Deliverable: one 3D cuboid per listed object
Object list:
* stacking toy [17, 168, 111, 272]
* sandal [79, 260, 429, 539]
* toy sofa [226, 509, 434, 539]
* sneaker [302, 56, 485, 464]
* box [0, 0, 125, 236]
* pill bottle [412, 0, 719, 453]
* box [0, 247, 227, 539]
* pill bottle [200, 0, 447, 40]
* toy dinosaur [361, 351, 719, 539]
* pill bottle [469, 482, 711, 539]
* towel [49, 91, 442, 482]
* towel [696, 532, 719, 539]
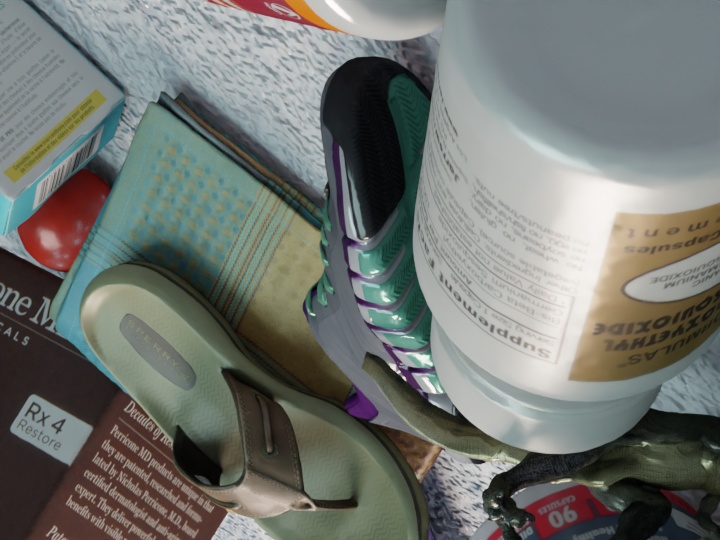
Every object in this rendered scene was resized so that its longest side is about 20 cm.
[{"bbox_3d":[-0.208,-0.072,1.083,0.200,0.086,0.085,40,154,-2],"label":"stacking toy"},{"bbox_3d":[-0.058,0.078,0.951,0.201,0.057,0.080,37,120,11],"label":"sandal"},{"bbox_3d":[0.010,0.147,1.093,0.082,0.098,0.201,0,133,25],"label":"toy sofa"},{"bbox_3d":[0.000,0.000,0.858,0.087,0.075,0.201,8,134,32],"label":"sneaker"},{"bbox_3d":[-0.214,-0.116,1.013,0.200,0.082,0.049,43,155,5],"label":"box"},{"bbox_3d":[0.075,-0.023,0.692,0.114,0.114,0.200,36,153,17],"label":"pill bottle"},{"bbox_3d":[-0.187,0.113,1.127,0.165,0.201,0.164,24,167,30],"label":"box"},{"bbox_3d":[-0.049,-0.145,0.699,0.199,0.110,0.110,18,144,43],"label":"pill bottle"},{"bbox_3d":[0.088,0.075,0.779,0.198,0.088,0.048,6,127,14],"label":"toy dinosaur"},{"bbox_3d":[0.116,0.182,0.831,0.200,0.119,0.120,-115,-1,-55],"label":"pill bottle"},{"bbox_3d":[-0.045,0.031,0.975,0.200,0.022,0.147,38,121,11],"label":"towel"},{"bbox_3d":[0.153,0.167,0.727,0.200,0.192,0.035,46,145,38],"label":"towel"}]
